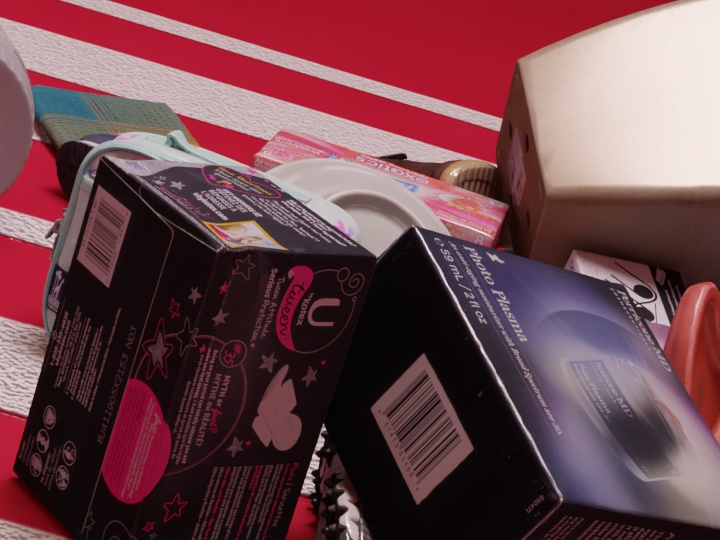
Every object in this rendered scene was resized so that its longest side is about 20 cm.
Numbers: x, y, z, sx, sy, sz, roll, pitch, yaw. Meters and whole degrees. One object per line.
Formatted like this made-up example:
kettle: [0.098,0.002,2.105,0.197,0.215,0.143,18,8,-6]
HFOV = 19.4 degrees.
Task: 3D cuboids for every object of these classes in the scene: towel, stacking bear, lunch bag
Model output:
towel: [-0.203,-0.108,1.818,0.146,0.022,0.200,6,23,-27]
stacking bear: [0.145,0.078,1.423,0.199,0.122,0.114,2,53,29]
lunch bag: [-0.107,0.000,1.375,0.199,0.161,0.077,20,18,6]

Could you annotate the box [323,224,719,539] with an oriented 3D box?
box: [0.098,0.098,1.198,0.198,0.123,0.200,15,38,-45]

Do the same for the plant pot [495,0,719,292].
plant pot: [0.209,-0.080,1.667,0.176,0.200,0.201,-5,59,-8]

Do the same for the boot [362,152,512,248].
boot: [0.051,-0.067,1.811,0.166,0.073,0.200,19,-4,25]

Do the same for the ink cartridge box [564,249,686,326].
ink cartridge box: [0.210,0.071,1.548,0.094,0.044,0.200,11,38,-19]

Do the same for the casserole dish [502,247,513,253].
casserole dish: [0.186,0.036,1.729,0.121,0.039,0.200,8,21,-27]

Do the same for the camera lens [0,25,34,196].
camera lens: [-0.332,-0.137,1.560,0.159,0.161,0.200,9,20,-25]

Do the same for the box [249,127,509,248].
box: [0.006,-0.030,1.663,0.199,0.095,0.103,20,19,6]

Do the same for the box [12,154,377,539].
box: [-0.095,0.053,1.171,0.114,0.201,0.132,3,23,-41]

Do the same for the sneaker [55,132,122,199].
sneaker: [-0.143,-0.061,1.648,0.200,0.070,0.082,30,30,29]

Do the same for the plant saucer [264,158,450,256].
plant saucer: [0.000,0.000,1.472,0.199,0.050,0.201,13,57,-21]

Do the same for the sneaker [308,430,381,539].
sneaker: [0.017,0.147,1.214,0.090,0.067,0.200,13,17,-5]
